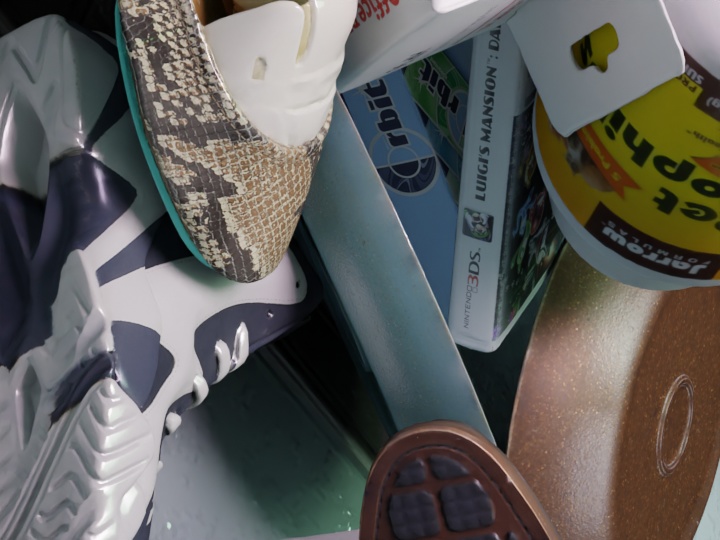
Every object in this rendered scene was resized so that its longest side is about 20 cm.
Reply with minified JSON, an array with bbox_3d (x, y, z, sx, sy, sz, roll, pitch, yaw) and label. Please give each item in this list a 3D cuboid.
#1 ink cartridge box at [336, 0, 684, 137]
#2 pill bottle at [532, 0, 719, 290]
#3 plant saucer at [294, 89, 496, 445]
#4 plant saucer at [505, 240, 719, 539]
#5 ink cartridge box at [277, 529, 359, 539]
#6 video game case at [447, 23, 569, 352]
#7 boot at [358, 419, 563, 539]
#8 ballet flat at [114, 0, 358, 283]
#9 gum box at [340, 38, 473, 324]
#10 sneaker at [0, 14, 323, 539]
[{"bbox_3d":[0.010,-0.127,0.758,0.068,0.116,0.200,-25,89,-16],"label":"ink cartridge box"},{"bbox_3d":[0.118,-0.064,0.820,0.200,0.109,0.109,112,-17,-67],"label":"pill bottle"},{"bbox_3d":[0.000,0.000,0.851,0.200,0.027,0.200,156,-90,-87],"label":"plant saucer"},{"bbox_3d":[0.112,0.059,1.029,0.200,0.037,0.201,10,90,-66],"label":"plant saucer"},{"bbox_3d":[-0.042,0.178,0.760,0.200,0.083,0.145,-29,105,-58],"label":"ink cartridge box"},{"bbox_3d":[0.083,-0.095,0.948,0.200,0.023,0.182,-51,151,-50],"label":"video game case"},{"bbox_3d":[0.050,0.112,0.799,0.097,0.075,0.200,-73,148,-58],"label":"boot"},{"bbox_3d":[-0.041,-0.097,0.724,0.068,0.075,0.200,-23,96,-56],"label":"ballet flat"},{"bbox_3d":[0.048,-0.095,1.025,0.200,0.045,0.170,-48,122,-51],"label":"gum box"},{"bbox_3d":[-0.060,0.031,0.779,0.130,0.079,0.199,18,55,-46],"label":"sneaker"}]
